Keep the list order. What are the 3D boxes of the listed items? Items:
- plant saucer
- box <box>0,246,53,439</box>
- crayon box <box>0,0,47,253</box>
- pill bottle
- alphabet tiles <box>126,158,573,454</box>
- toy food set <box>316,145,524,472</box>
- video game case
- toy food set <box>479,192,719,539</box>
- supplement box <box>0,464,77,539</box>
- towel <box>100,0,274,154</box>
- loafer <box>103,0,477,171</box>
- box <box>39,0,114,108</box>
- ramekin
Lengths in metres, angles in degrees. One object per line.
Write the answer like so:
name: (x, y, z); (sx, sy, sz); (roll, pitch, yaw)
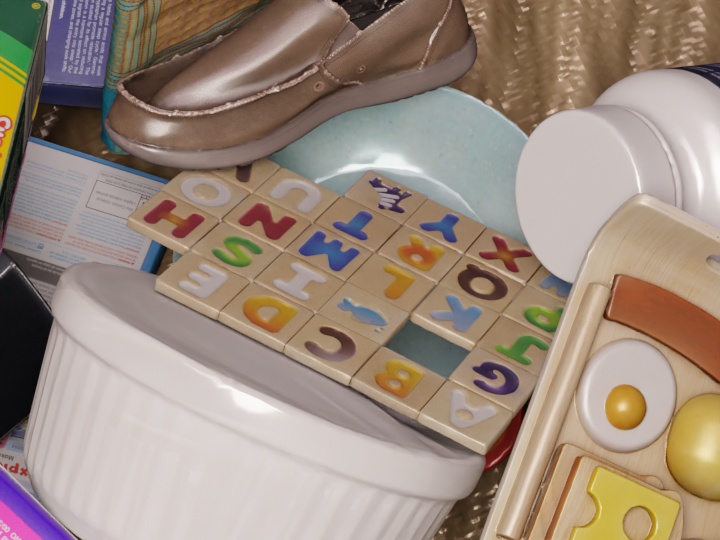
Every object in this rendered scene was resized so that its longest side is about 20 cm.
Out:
plant saucer: (0.008, 0.001, 1.184); (0.200, 0.039, 0.202); (-1, 67, 1)
box: (-0.280, 0.024, 1.174); (0.200, 0.124, 0.197); (-41, 62, -10)
crayon box: (-0.244, -0.049, 1.082); (0.172, 0.058, 0.201); (9, 50, -3)
pill bottle: (0.172, -0.046, 1.163); (0.199, 0.111, 0.111); (-9, 61, -42)
alphabet tiles: (0.000, 0.000, 1.106); (0.199, 0.008, 0.167); (26, 33, 12)
toy food set: (-0.007, 0.034, 1.217); (0.199, 0.049, 0.198); (-29, 69, -10)
video game case: (-0.192, 0.024, 1.245); (0.142, 0.018, 0.201); (18, 69, 9)
toy food set: (0.145, 0.087, 1.049); (0.143, 0.060, 0.201); (25, 78, -15)
supplement box: (-0.186, 0.193, 0.996); (0.103, 0.101, 0.200); (41, 74, 16)
towel: (-0.060, -0.131, 1.180); (0.146, 0.200, 0.022); (-28, 75, -19)
loafer: (-0.036, -0.110, 1.162); (0.199, 0.071, 0.073); (-23, 37, -25)
box: (-0.171, -0.150, 1.309); (0.199, 0.032, 0.122); (5, 68, 3)
ramekin: (-0.053, 0.080, 1.043); (0.202, 0.202, 0.095); (26, 97, 12)
